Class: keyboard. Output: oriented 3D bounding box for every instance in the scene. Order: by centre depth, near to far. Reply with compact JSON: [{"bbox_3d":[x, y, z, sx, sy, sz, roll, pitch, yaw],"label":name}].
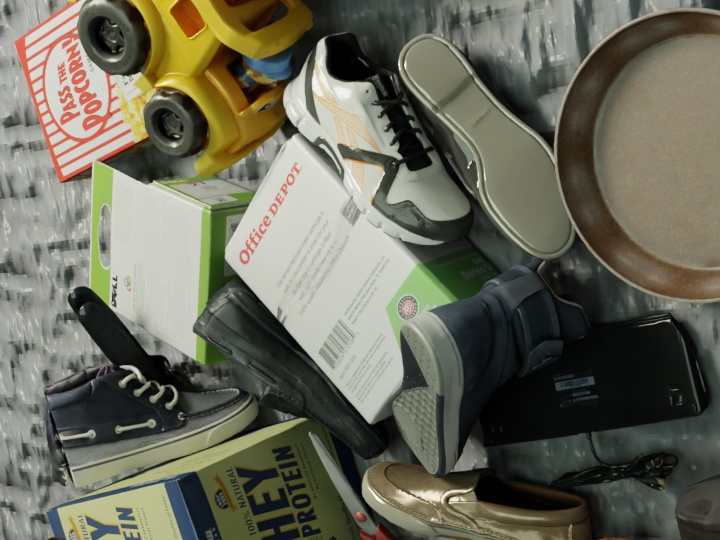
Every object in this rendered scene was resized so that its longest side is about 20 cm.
[{"bbox_3d":[0.174,0.110,0.965,0.200,0.021,0.128,-16,85,42],"label":"keyboard"}]

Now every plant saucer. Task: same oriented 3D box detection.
[{"bbox_3d":[0.228,-0.078,0.863,0.200,0.034,0.201,10,107,37],"label":"plant saucer"}]

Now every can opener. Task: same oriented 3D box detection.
[{"bbox_3d":[-0.221,0.087,1.201,0.063,0.079,0.200,38,161,35],"label":"can opener"}]

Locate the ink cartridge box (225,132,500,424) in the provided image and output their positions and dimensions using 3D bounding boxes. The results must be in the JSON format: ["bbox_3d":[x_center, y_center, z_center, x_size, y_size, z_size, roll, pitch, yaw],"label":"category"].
[{"bbox_3d":[0.000,0.000,1.036,0.200,0.084,0.146,47,126,20],"label":"ink cartridge box"}]

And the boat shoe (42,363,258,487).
[{"bbox_3d":[-0.195,0.123,1.157,0.075,0.199,0.093,23,129,64],"label":"boat shoe"}]

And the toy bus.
[{"bbox_3d":[-0.107,-0.205,1.018,0.192,0.136,0.200,-28,100,40],"label":"toy bus"}]

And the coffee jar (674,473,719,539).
[{"bbox_3d":[0.284,0.235,0.851,0.104,0.085,0.201,154,98,-79],"label":"coffee jar"}]

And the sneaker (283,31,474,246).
[{"bbox_3d":[0.016,-0.101,0.969,0.200,0.074,0.080,47,137,18],"label":"sneaker"}]

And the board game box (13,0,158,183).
[{"bbox_3d":[-0.240,-0.186,1.209,0.200,0.046,0.152,-20,88,41],"label":"board game box"}]

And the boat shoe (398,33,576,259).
[{"bbox_3d":[0.099,-0.094,0.959,0.067,0.057,0.200,-35,80,3],"label":"boat shoe"}]

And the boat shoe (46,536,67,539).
[{"bbox_3d":[-0.195,0.278,1.017,0.200,0.072,0.072,26,120,38],"label":"boat shoe"}]

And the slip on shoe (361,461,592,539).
[{"bbox_3d":[0.092,0.184,1.014,0.199,0.076,0.061,19,118,32],"label":"slip on shoe"}]

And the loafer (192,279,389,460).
[{"bbox_3d":[-0.059,0.095,1.091,0.201,0.068,0.070,44,99,-2],"label":"loafer"}]

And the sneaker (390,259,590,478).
[{"bbox_3d":[0.101,0.075,0.963,0.077,0.146,0.203,52,158,26],"label":"sneaker"}]

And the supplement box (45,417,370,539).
[{"bbox_3d":[-0.131,0.231,1.128,0.200,0.199,0.135,-20,89,41],"label":"supplement box"}]

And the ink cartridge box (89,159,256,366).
[{"bbox_3d":[-0.173,-0.018,1.182,0.200,0.076,0.148,24,116,43],"label":"ink cartridge box"}]

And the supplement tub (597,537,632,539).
[{"bbox_3d":[0.181,0.309,0.940,0.122,0.122,0.201,28,120,31],"label":"supplement tub"}]

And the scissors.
[{"bbox_3d":[0.002,0.224,1.089,0.200,0.014,0.073,47,128,-12],"label":"scissors"}]
